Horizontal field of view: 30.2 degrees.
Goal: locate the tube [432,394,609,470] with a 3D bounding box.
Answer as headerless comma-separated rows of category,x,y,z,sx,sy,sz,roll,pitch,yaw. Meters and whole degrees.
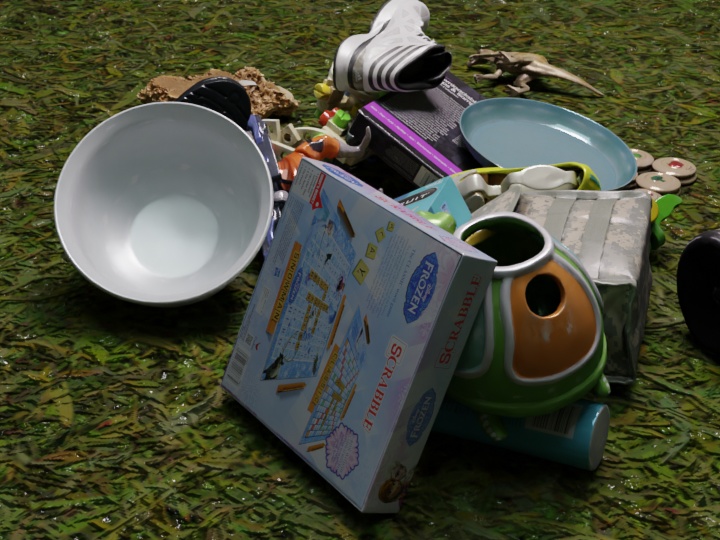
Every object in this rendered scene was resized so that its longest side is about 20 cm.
tube,0.094,0.108,1.047,0.198,0.051,0.077,13,34,25

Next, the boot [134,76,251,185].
boot,-0.196,-0.139,1.354,0.076,0.201,0.169,29,19,-28

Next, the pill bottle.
pill bottle,0.389,0.004,1.181,0.198,0.113,0.112,-12,31,-23

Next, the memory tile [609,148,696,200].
memory tile,0.271,-0.097,1.464,0.152,0.017,0.200,17,32,27

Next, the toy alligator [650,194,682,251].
toy alligator,0.230,-0.029,1.306,0.197,0.059,0.055,-13,74,-13

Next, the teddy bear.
teddy bear,-0.168,-0.197,1.590,0.144,0.067,0.199,27,29,23

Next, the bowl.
bowl,-0.176,-0.046,1.228,0.198,0.091,0.204,0,66,0

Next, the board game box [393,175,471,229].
board game box,0.000,0.000,1.163,0.150,0.047,0.200,-22,18,28

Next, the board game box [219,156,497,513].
board game box,-0.009,0.044,0.999,0.041,0.202,0.199,9,18,-42

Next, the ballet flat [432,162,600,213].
ballet flat,0.138,-0.078,1.320,0.197,0.068,0.067,-6,-17,12

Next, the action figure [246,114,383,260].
action figure,-0.073,-0.065,1.345,0.191,0.105,0.202,-7,56,-3

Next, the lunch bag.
lunch bag,0.150,0.006,1.165,0.197,0.119,0.164,2,30,18

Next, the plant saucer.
plant saucer,0.200,-0.128,1.438,0.197,0.028,0.201,10,32,-6

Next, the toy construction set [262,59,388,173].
toy construction set,-0.033,-0.168,1.499,0.131,0.093,0.200,39,48,13

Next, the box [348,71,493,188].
box,0.093,-0.151,1.475,0.143,0.036,0.200,39,38,11

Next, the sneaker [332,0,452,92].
sneaker,0.060,-0.244,1.494,0.114,0.076,0.201,14,36,22

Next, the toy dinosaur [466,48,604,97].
toy dinosaur,0.213,-0.264,1.726,0.198,0.059,0.101,20,32,30

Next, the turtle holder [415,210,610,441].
turtle holder,0.111,0.021,1.013,0.139,0.133,0.186,-10,35,4
